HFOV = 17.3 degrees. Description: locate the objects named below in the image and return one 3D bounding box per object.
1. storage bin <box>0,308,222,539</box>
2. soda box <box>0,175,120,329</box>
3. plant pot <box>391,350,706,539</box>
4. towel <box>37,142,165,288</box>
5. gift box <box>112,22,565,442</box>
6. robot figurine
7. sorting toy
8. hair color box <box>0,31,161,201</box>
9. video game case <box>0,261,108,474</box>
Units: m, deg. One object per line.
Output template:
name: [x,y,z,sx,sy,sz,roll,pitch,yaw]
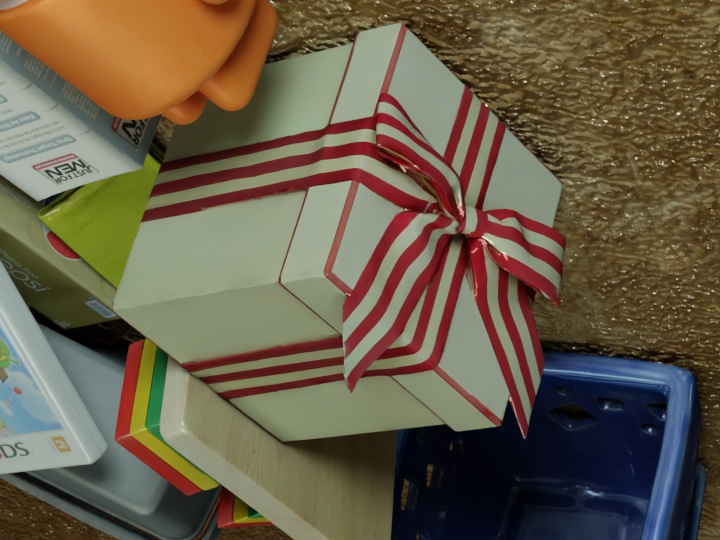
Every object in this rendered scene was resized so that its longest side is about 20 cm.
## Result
storage bin: [-0.173,0.094,1.589,0.200,0.146,0.134,26,173,9]
soda box: [-0.224,-0.043,1.481,0.064,0.068,0.200,-10,142,42]
plant pot: [0.123,0.176,1.559,0.200,0.200,0.180,5,157,21]
towel: [-0.110,-0.002,1.496,0.086,0.018,0.200,-37,132,8]
gift box: [0.000,0.000,1.307,0.187,0.200,0.185,-11,146,39]
robot figurine: [-0.129,-0.154,1.181,0.200,0.117,0.144,38,-175,-34]
sorting toy: [-0.062,0.070,1.444,0.070,0.200,0.199,-22,135,29]
hair color box: [-0.216,-0.124,1.340,0.099,0.061,0.200,-13,139,44]
video game case: [-0.269,0.044,1.479,0.182,0.022,0.200,-10,116,40]
